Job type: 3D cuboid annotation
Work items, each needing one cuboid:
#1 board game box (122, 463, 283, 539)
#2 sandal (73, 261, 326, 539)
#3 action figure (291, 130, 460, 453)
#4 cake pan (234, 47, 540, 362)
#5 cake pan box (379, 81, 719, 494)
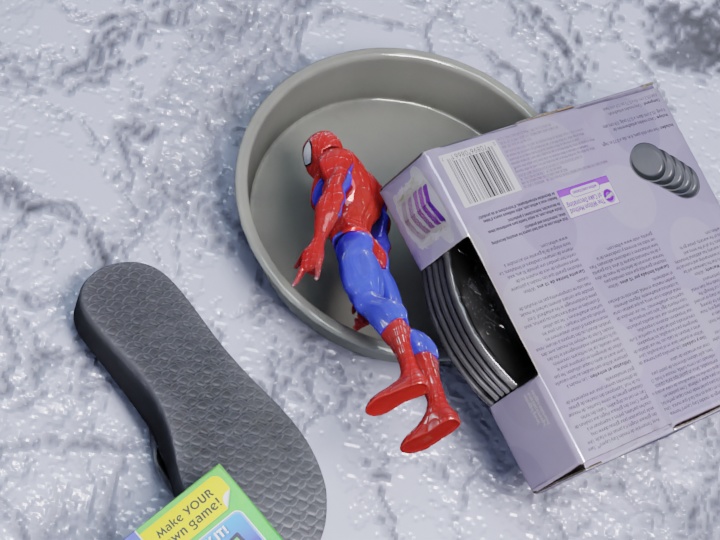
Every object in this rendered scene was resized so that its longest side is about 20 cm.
[{"bbox_3d":[-0.101,0.204,0.991,0.200,0.029,0.135,-39,76,-13],"label":"board game box"},{"bbox_3d":[-0.081,0.081,1.096,0.076,0.043,0.200,-15,58,-30],"label":"sandal"},{"bbox_3d":[0.000,0.000,1.099,0.052,0.065,0.200,-29,48,17],"label":"action figure"},{"bbox_3d":[0.026,-0.032,1.186,0.200,0.037,0.201,6,60,-11],"label":"cake pan"},{"bbox_3d":[0.125,0.006,1.137,0.200,0.052,0.184,-20,76,-40],"label":"cake pan box"}]
